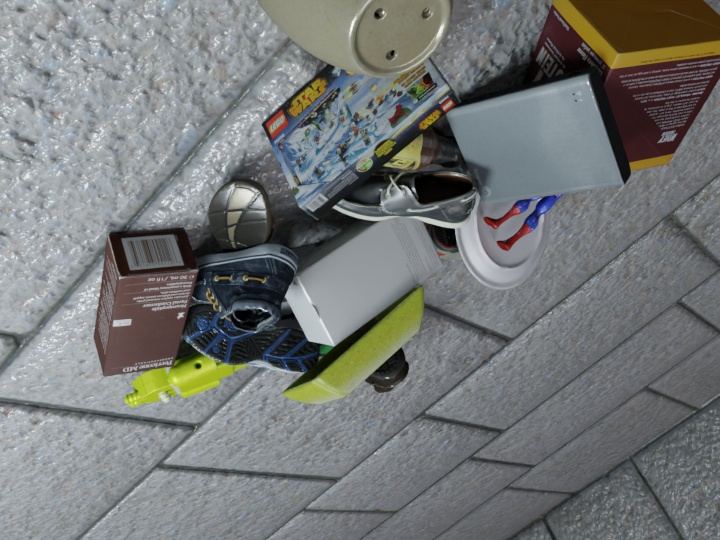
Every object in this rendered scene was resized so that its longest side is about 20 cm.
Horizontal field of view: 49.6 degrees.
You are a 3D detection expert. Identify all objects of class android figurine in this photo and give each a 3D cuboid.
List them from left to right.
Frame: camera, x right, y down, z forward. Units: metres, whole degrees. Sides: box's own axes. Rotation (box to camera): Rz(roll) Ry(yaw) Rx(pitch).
[{"bbox_3d":[-0.249,0.154,1.147,0.197,0.042,0.182,-21,169,-15],"label":"android figurine"}]

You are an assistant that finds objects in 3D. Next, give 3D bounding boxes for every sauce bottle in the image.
[{"bbox_3d":[0.051,-0.158,0.962,0.198,0.065,0.065,3,136,-40],"label":"sauce bottle"}]

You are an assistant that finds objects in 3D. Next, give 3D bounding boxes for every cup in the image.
[{"bbox_3d":[0.008,-0.264,0.722,0.197,0.144,0.202,-18,146,-13],"label":"cup"}]

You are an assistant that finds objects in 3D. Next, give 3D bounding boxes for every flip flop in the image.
[{"bbox_3d":[-0.137,-0.051,0.976,0.080,0.058,0.201,14,148,11],"label":"flip flop"}]

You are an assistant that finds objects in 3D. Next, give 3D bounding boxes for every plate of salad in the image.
[{"bbox_3d":[0.201,-0.075,1.119,0.198,0.048,0.204,-3,95,-36],"label":"plate of salad"}]

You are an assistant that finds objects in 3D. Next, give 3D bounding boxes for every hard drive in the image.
[{"bbox_3d":[0.212,-0.157,0.949,0.033,0.198,0.141,-46,118,-38],"label":"hard drive"}]

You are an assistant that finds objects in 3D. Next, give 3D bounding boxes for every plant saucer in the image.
[{"bbox_3d":[-0.003,0.115,1.067,0.199,0.048,0.200,-40,-179,-22],"label":"plant saucer"}]

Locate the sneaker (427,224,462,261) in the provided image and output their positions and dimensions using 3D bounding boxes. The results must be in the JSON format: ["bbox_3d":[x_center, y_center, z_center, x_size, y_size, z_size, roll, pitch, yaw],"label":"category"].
[{"bbox_3d":[0.173,-0.058,1.197,0.197,0.071,0.093,-12,167,-32],"label":"sneaker"}]

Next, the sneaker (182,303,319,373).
[{"bbox_3d":[-0.158,0.101,1.078,0.197,0.077,0.077,21,166,-19],"label":"sneaker"}]

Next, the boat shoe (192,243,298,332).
[{"bbox_3d":[-0.165,0.030,0.970,0.198,0.092,0.071,-15,139,41],"label":"boat shoe"}]

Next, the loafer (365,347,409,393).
[{"bbox_3d":[0.042,0.165,1.290,0.073,0.072,0.200,-35,-172,-9],"label":"loafer"}]

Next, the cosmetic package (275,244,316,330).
[{"bbox_3d":[-0.108,0.054,1.144,0.081,0.051,0.201,-12,143,-21],"label":"cosmetic package"}]

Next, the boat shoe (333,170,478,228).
[{"bbox_3d":[0.051,-0.104,0.991,0.196,0.073,0.068,6,153,-4],"label":"boat shoe"}]

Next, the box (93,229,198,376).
[{"bbox_3d":[-0.278,0.045,0.993,0.099,0.076,0.201,-6,143,-29],"label":"box"}]

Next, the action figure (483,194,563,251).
[{"bbox_3d":[0.253,-0.118,1.094,0.199,0.099,0.066,-36,115,-4],"label":"action figure"}]

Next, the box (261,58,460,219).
[{"bbox_3d":[-0.006,-0.170,0.843,0.199,0.138,0.040,-37,145,15],"label":"box"}]

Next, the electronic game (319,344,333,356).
[{"bbox_3d":[-0.010,0.045,1.158,0.199,0.041,0.201,-40,153,-25],"label":"electronic game"}]

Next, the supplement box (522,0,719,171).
[{"bbox_3d":[0.325,-0.238,0.989,0.194,0.134,0.201,-13,143,-22],"label":"supplement box"}]

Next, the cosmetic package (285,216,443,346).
[{"bbox_3d":[0.000,0.000,1.031,0.199,0.109,0.085,-32,-165,-23],"label":"cosmetic package"}]
